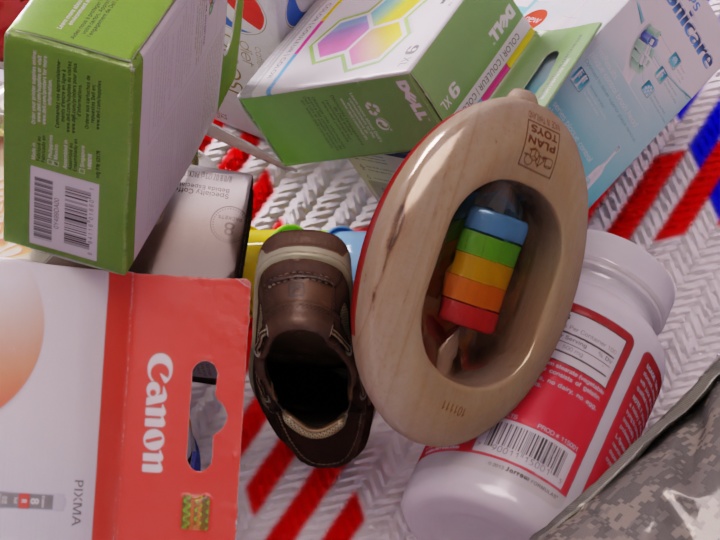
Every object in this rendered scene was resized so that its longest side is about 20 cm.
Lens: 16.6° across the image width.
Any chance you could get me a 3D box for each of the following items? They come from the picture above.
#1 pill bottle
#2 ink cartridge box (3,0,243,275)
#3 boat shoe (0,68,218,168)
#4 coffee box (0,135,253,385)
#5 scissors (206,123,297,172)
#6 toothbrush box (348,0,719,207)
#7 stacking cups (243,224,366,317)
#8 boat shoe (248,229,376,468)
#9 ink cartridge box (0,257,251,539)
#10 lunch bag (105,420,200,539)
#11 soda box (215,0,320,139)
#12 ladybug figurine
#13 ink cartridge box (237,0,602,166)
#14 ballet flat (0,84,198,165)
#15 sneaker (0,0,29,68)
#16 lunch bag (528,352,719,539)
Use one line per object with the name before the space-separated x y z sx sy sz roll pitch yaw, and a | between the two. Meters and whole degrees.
pill bottle | 0.110 0.078 1.440 0.112 0.113 0.201 18 59 16
ink cartridge box | -0.128 -0.119 1.390 0.075 0.148 0.200 15 41 9
boat shoe | -0.179 -0.086 1.606 0.199 0.072 0.066 22 32 25
coffee box | -0.169 -0.008 1.457 0.199 0.080 0.115 9 70 0
scissors | -0.133 -0.113 1.616 0.199 0.073 0.014 16 40 15
toothbrush box | 0.108 -0.108 1.517 0.200 0.085 0.146 -44 29 -19
stacking cups | 0.000 0.000 1.480 0.199 0.061 0.061 0 50 41
boat shoe | -0.031 0.065 1.405 0.074 0.203 0.075 -4 53 6
ink cartridge box | -0.166 0.077 1.374 0.199 0.050 0.163 3 87 3
lunch bag | -0.169 0.156 1.435 0.159 0.076 0.201 3 56 2
soda box | -0.061 -0.167 1.568 0.068 0.200 0.064 24 61 20
ladybug figurine | 0.055 -0.004 1.360 0.072 0.135 0.201 18 86 56
ink cartridge box | 0.033 -0.124 1.467 0.199 0.059 0.104 -4 40 45
ballet flat | -0.191 -0.088 1.534 0.199 0.071 0.071 6 56 17
sneaker | -0.207 -0.183 1.642 0.199 0.116 0.079 -8 55 -1
lunch bag | 0.201 0.154 1.336 0.200 0.139 0.168 -40 92 -19
